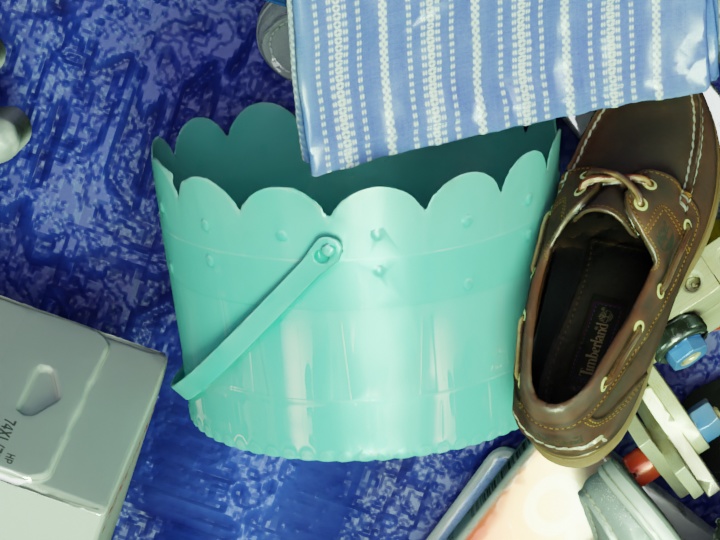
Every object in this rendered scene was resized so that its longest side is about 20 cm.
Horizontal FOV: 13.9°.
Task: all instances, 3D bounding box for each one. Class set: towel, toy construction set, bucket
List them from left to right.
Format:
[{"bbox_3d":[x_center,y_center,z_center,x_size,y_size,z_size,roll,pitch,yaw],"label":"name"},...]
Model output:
[{"bbox_3d":[0.000,0.000,1.406,0.207,0.207,0.135,-2,105,2],"label":"bucket"},{"bbox_3d":[0.065,-0.122,1.298,0.200,0.024,0.145,-13,124,-14],"label":"towel"},{"bbox_3d":[0.187,0.016,1.427,0.092,0.131,0.200,42,90,21],"label":"toy construction set"}]

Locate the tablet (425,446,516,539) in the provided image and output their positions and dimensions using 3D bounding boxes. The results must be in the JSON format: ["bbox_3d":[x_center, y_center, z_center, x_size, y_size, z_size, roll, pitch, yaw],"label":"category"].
[{"bbox_3d":[0.065,0.204,1.519,0.130,0.014,0.200,36,97,-3],"label":"tablet"}]

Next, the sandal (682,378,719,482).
[{"bbox_3d":[0.252,0.053,1.464,0.200,0.075,0.045,-18,141,6],"label":"sandal"}]

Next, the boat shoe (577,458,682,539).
[{"bbox_3d":[0.143,0.186,1.438,0.065,0.074,0.202,-24,117,-7],"label":"boat shoe"}]

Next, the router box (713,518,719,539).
[{"bbox_3d":[0.257,0.203,1.394,0.150,0.062,0.200,-5,128,24],"label":"router box"}]

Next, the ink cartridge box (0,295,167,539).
[{"bbox_3d":[-0.198,0.129,1.418,0.146,0.147,0.200,20,119,-1],"label":"ink cartridge box"}]

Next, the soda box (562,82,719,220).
[{"bbox_3d":[0.118,-0.106,1.456,0.068,0.064,0.200,-39,94,7],"label":"soda box"}]

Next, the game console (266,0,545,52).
[{"bbox_3d":[0.005,-0.192,1.367,0.171,0.200,0.118,-36,130,4],"label":"game console"}]

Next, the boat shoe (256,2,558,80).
[{"bbox_3d":[0.022,-0.109,1.410,0.201,0.072,0.070,1,120,36],"label":"boat shoe"}]

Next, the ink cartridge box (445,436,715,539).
[{"bbox_3d":[0.126,0.192,1.486,0.200,0.050,0.162,37,97,-1],"label":"ink cartridge box"}]

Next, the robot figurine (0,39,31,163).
[{"bbox_3d":[-0.264,-0.058,1.446,0.200,0.113,0.170,-17,95,3],"label":"robot figurine"}]

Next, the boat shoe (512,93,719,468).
[{"bbox_3d":[0.117,-0.011,1.344,0.070,0.070,0.200,8,68,19],"label":"boat shoe"}]
